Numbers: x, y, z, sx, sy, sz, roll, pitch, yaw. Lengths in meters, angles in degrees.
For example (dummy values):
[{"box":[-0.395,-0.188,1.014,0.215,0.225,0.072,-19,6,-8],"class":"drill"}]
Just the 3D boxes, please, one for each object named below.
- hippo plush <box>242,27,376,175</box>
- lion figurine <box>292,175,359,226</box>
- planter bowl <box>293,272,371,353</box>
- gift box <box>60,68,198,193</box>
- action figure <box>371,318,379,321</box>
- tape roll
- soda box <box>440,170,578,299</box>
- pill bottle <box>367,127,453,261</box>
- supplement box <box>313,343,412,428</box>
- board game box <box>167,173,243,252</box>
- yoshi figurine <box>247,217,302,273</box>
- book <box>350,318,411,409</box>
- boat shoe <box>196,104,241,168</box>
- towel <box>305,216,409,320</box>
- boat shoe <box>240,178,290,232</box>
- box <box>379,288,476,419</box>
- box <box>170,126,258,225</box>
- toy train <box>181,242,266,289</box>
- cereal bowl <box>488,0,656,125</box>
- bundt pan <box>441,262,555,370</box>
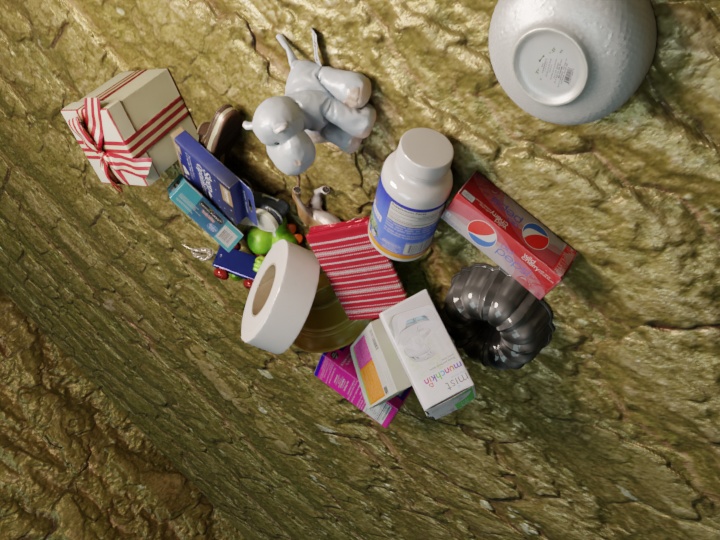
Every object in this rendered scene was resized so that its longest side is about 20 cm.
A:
[{"box":[-0.079,-0.236,1.087,0.157,0.161,0.202,6,133,40],"class":"hippo plush"},{"box":[-0.062,-0.084,1.330,0.201,0.072,0.123,51,157,12],"class":"lion figurine"},{"box":[-0.062,0.065,1.423,0.203,0.197,0.084,89,159,-47],"class":"planter bowl"},{"box":[-0.438,-0.275,1.373,0.197,0.187,0.187,5,132,42],"class":"gift box"},{"box":[0.035,0.005,1.315,0.052,0.065,0.203,38,144,43],"class":"action figure"},{"box":[-0.151,0.049,1.332,0.070,0.206,0.202,22,151,-22],"class":"tape roll"},{"box":[0.222,-0.052,1.079,0.199,0.064,0.070,40,145,4],"class":"soda box"},{"box":[0.079,-0.117,1.106,0.111,0.112,0.202,32,144,13],"class":"pill bottle"},{"box":[0.013,0.226,1.544,0.198,0.101,0.104,35,144,8],"class":"supplement box"},{"box":[-0.315,-0.120,1.443,0.151,0.047,0.200,45,177,-20],"class":"board game box"},{"box":[-0.176,-0.016,1.464,0.112,0.110,0.204,28,131,52],"class":"yoshi figurine"},{"box":[0.031,0.182,1.381,0.200,0.047,0.136,124,125,-68],"class":"book"},{"box":[-0.279,-0.248,1.349,0.075,0.075,0.203,44,146,6],"class":"boat shoe"},{"box":[0.000,0.000,1.274,0.142,0.023,0.202,-8,122,33],"class":"towel"},{"box":[-0.219,-0.133,1.417,0.198,0.062,0.075,18,148,42],"class":"boat shoe"},{"box":[0.119,0.152,1.239,0.179,0.095,0.200,63,-178,19],"class":"box"},{"box":[-0.272,-0.166,1.342,0.199,0.032,0.122,40,157,18],"class":"box"},{"box":[-0.284,-0.012,1.566,0.196,0.086,0.116,19,164,8],"class":"toy train"},{"box":[0.233,-0.255,0.836,0.198,0.083,0.202,26,141,23],"class":"cereal bowl"},{"box":[0.222,0.090,1.221,0.199,0.076,0.204,26,142,22],"class":"bundt pan"}]
